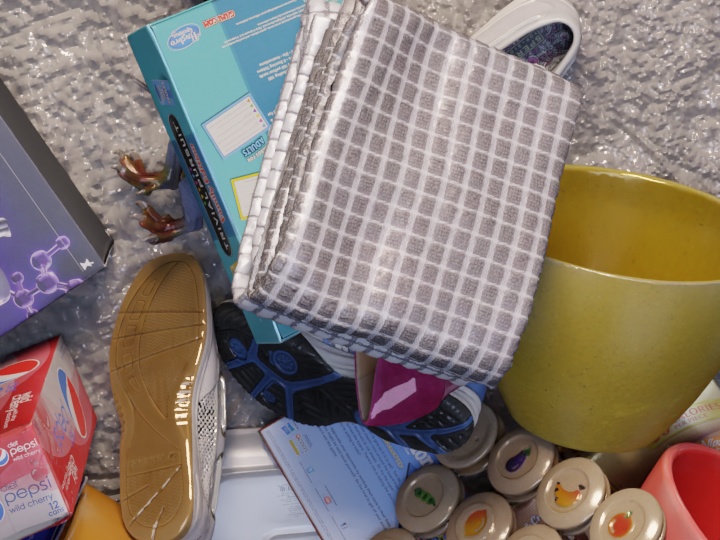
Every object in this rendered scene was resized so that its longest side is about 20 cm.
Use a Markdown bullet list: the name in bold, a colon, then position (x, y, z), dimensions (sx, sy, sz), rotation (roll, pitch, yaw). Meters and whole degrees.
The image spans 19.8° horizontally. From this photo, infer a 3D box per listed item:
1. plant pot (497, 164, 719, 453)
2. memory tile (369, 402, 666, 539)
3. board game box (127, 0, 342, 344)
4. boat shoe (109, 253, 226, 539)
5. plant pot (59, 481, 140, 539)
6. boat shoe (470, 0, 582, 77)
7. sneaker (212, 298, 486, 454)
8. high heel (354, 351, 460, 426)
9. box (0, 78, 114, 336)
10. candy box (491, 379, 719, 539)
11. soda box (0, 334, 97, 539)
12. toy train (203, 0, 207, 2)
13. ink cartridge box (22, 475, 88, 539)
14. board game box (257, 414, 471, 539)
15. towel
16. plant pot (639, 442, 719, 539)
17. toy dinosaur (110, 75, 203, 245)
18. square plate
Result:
- **plant pot**: position (0.155, 0.032, 1.330), dimensions (0.199, 0.200, 0.143), rotation (7, 113, -4)
- **memory tile**: position (0.091, 0.175, 1.311), dimensions (0.154, 0.200, 0.017), rotation (-55, 133, -8)
- **board game box**: position (-0.031, -0.078, 1.236), dimensions (0.151, 0.047, 0.201), rotation (-25, 97, -22)
- **boat shoe**: position (-0.122, 0.090, 1.372), dimensions (0.071, 0.069, 0.201), rotation (-7, 68, 22)
- **plant pot**: position (-0.160, 0.273, 1.369), dimensions (0.183, 0.200, 0.201), rotation (32, 101, -11)
- **boat shoe**: position (0.067, -0.101, 1.349), dimensions (0.200, 0.069, 0.072), rotation (-36, 104, 8)
- **sneaker**: position (-0.006, 0.060, 1.381), dimensions (0.199, 0.077, 0.076), rotation (19, 135, 17)
- **high heel**: position (0.000, 0.000, 1.305), dimensions (0.096, 0.067, 0.201), rotation (-23, 84, -29)
- **box**: position (-0.275, -0.054, 1.346), dimensions (0.141, 0.079, 0.200), rotation (-34, 103, 3)
- **candy box**: position (0.185, 0.164, 1.428), dimensions (0.200, 0.055, 0.116), rotation (-34, 103, 7)
- **soda box**: position (-0.216, 0.106, 1.323), dimensions (0.063, 0.200, 0.070), rotation (-20, 104, 2)
- **toy train**: position (-0.066, -0.156, 1.348), dimensions (0.056, 0.042, 0.200), rotation (-32, 103, -5)
- **ink cartridge box**: position (-0.246, 0.208, 1.354), dimensions (0.037, 0.095, 0.200), rotation (34, 134, -11)
- **board game box**: position (0.024, 0.169, 1.393), dimensions (0.103, 0.019, 0.200), rotation (-30, 79, -3)
- **towel**: position (0.030, -0.050, 1.184), dimensions (0.165, 0.086, 0.201), rotation (19, 80, -18)
- **plant pot**: position (0.220, 0.242, 1.337), dimensions (0.200, 0.201, 0.177), rotation (35, 112, -10)
- **toy dinosaur**: position (-0.083, -0.105, 1.324), dimensions (0.181, 0.105, 0.200), rotation (-40, 131, 22)
- **square plate**: position (-0.040, 0.204, 1.444), dimensions (0.199, 0.028, 0.199), rotation (-5, 105, -1)
